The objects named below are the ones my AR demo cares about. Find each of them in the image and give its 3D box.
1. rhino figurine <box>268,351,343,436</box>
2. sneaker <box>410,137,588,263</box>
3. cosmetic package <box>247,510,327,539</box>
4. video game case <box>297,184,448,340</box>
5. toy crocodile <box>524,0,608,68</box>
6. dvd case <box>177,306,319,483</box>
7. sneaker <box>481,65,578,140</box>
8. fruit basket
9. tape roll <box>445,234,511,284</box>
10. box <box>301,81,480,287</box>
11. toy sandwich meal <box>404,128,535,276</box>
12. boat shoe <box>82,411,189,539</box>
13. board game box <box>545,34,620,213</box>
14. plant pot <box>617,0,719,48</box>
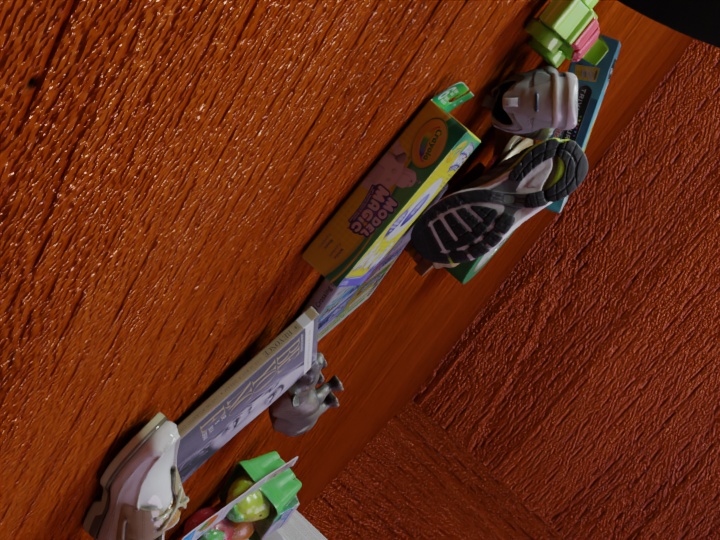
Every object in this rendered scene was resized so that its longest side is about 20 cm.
[{"bbox_3d":[-0.068,0.140,1.554,0.087,0.060,0.200,-36,165,-14],"label":"rhino figurine"},{"bbox_3d":[0.143,-0.072,1.412,0.199,0.074,0.081,-28,-173,7],"label":"sneaker"},{"bbox_3d":[-0.161,0.443,2.066,0.167,0.167,0.200,-49,171,2],"label":"cosmetic package"},{"bbox_3d":[0.000,0.000,1.412,0.182,0.022,0.200,-55,171,35],"label":"video game case"},{"bbox_3d":[0.200,-0.229,1.288,0.068,0.062,0.200,-50,171,6],"label":"toy crocodile"},{"bbox_3d":[-0.116,0.127,1.306,0.200,0.016,0.149,-42,166,-17],"label":"dvd case"},{"bbox_3d":[0.160,-0.173,1.363,0.200,0.081,0.076,-171,-97,-85],"label":"sneaker"},{"bbox_3d":[-0.172,0.336,1.787,0.200,0.094,0.186,-39,168,-35],"label":"fruit basket"},{"bbox_3d":[0.208,-0.069,2.118,0.201,0.048,0.201,-49,172,-9],"label":"tape roll"},{"bbox_3d":[0.038,-0.075,1.187,0.200,0.048,0.117,-52,172,8],"label":"box"},{"bbox_3d":[0.124,-0.084,1.552,0.205,0.070,0.205,-50,169,-13],"label":"toy sandwich meal"},{"bbox_3d":[-0.179,0.188,1.147,0.075,0.068,0.200,-43,170,-35],"label":"boat shoe"},{"bbox_3d":[0.248,-0.174,1.574,0.151,0.047,0.202,-36,145,-76],"label":"board game box"},{"bbox_3d":[0.387,-0.339,1.383,0.200,0.177,0.200,-47,173,-10],"label":"plant pot"}]
